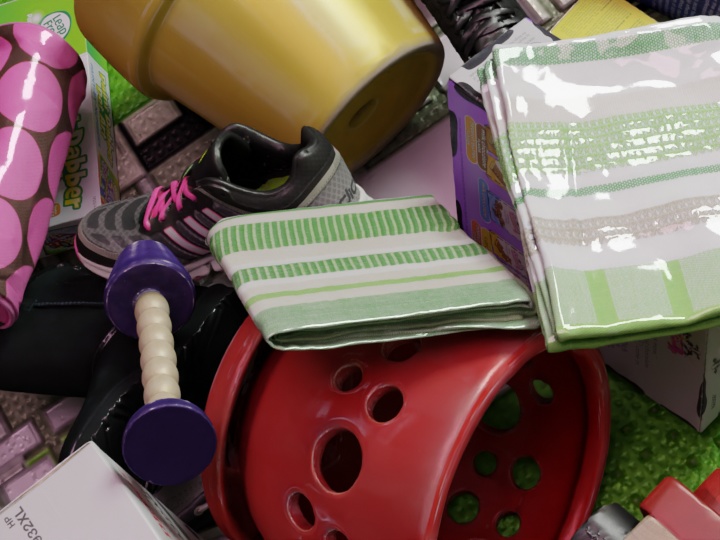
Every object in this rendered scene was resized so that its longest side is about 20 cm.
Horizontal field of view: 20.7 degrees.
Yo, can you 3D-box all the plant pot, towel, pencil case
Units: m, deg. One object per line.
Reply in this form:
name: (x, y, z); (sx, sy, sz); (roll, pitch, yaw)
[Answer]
plant pot: (0.019, 0.103, 1.122); (0.182, 0.201, 0.201); (17, 71, 30)
towel: (0.000, 0.000, 1.093); (0.152, 0.024, 0.200); (-6, 20, -14)
towel: (0.151, -0.052, 1.046); (0.148, 0.031, 0.201); (-10, 52, 0)
pencil case: (-0.242, -0.060, 1.288); (0.093, 0.091, 0.201); (-1, 57, 22)
plant pot: (-0.054, -0.163, 1.289); (0.201, 0.201, 0.189); (-42, 75, -5)

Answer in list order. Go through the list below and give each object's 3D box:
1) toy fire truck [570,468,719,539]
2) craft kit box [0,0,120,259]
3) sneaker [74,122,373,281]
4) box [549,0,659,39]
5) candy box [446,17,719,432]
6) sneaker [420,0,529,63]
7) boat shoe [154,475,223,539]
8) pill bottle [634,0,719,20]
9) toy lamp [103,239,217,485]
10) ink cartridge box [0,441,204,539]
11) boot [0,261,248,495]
toy fire truck: (0.207, 0.125, 1.059); (0.200, 0.176, 0.129); (-45, 59, -7)
craft kit box: (-0.273, -0.091, 1.404); (0.196, 0.049, 0.201); (-14, 62, 8)
sneaker: (-0.092, -0.047, 1.224); (0.199, 0.088, 0.074); (-6, 38, 19)
box: (0.209, -0.097, 1.226); (0.050, 0.075, 0.200); (-45, 61, -6)
candy box: (0.148, -0.026, 1.152); (0.071, 0.168, 0.200); (-39, 58, -23)
sneaker: (0.086, -0.147, 1.241); (0.060, 0.200, 0.104); (-34, 33, 8)
boat shoe: (-0.147, 0.158, 1.228); (0.199, 0.060, 0.074); (-25, 58, 5)
pill bottle: (0.235, -0.201, 1.237); (0.199, 0.111, 0.111); (29, 76, 13)
toy lamp: (-0.116, 0.043, 1.127); (0.058, 0.058, 0.200); (-28, 30, 4)
ink cartridge box: (-0.109, 0.203, 1.112); (0.084, 0.200, 0.145); (-39, 59, -3)
boot: (-0.173, 0.066, 1.236); (0.162, 0.074, 0.198); (6, 42, 32)
